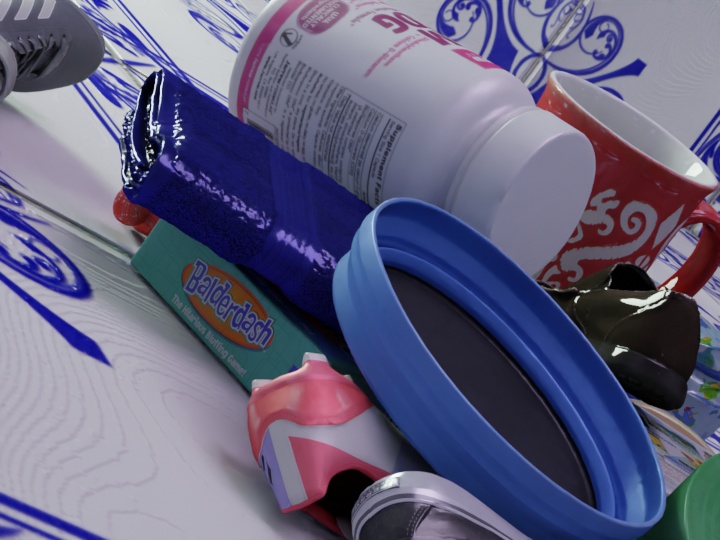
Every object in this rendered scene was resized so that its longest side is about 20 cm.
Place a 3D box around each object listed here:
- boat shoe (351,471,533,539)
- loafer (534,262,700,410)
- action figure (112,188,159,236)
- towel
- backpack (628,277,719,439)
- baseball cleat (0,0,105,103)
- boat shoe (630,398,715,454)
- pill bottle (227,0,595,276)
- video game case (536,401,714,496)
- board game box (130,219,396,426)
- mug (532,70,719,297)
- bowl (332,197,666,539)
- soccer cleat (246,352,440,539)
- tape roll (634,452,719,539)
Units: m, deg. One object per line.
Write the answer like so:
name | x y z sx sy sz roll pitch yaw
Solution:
boat shoe | 0.080 0.157 1.047 0.200 0.070 0.066 36 26 -28
loafer | 0.155 0.033 1.435 0.073 0.072 0.200 33 -3 -23
action figure | -0.072 -0.037 1.377 0.065 0.052 0.199 28 20 33
towel | -0.039 -0.016 1.243 0.199 0.050 0.148 33 17 -17
backpack | 0.180 0.056 1.733 0.201 0.153 0.163 57 10 20
baseball cleat | -0.209 -0.121 1.356 0.199 0.070 0.107 10 33 -50
boat shoe | 0.146 0.112 1.505 0.199 0.074 0.066 25 15 -13
pill bottle | 0.030 -0.080 1.362 0.199 0.114 0.113 33 6 31
video game case | 0.152 0.103 1.327 0.199 0.022 0.182 32 10 -13
board game box | -0.013 0.046 1.293 0.152 0.045 0.200 44 13 36
mug | 0.147 -0.003 1.600 0.177 0.201 0.134 32 15 -6
bowl | 0.065 0.053 1.139 0.200 0.039 0.201 41 21 -19
soccer cleat | 0.018 0.106 1.107 0.200 0.066 0.077 35 38 -46
tape roll | 0.225 0.183 1.182 0.199 0.048 0.201 27 36 -22
